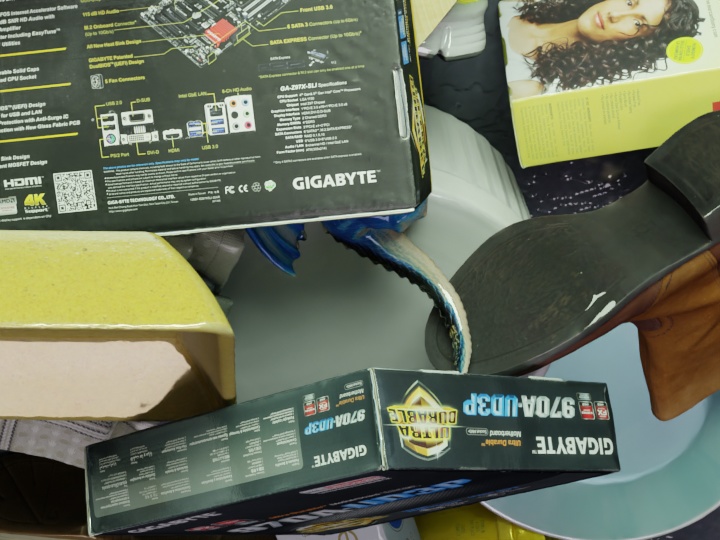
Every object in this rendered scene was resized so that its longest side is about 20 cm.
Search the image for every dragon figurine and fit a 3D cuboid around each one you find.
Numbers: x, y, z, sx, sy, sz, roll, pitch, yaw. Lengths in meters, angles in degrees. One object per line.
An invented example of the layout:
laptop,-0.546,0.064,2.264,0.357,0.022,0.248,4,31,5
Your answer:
dragon figurine,-0.023,-0.036,0.918,0.099,0.059,0.200,-22,102,7

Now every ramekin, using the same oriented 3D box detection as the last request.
ramekin,0.000,0.000,1.049,0.202,0.094,0.203,-1,134,-1

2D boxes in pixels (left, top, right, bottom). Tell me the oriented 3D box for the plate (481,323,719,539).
plate,0.128,0.066,1.150,0.200,0.026,0.200,6,121,10

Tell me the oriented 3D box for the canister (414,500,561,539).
canister,0.028,0.196,1.279,0.200,0.087,0.149,-11,136,11

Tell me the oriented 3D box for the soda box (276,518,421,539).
soda box,-0.003,0.163,1.176,0.064,0.068,0.200,-17,98,15

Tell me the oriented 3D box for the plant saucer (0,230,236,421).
plant saucer,-0.151,0.023,0.866,0.200,0.049,0.200,1,166,-3

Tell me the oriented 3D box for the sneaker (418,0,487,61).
sneaker,-0.033,-0.158,0.909,0.200,0.078,0.090,14,104,-6

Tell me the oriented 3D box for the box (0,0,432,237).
box,-0.078,-0.095,0.839,0.200,0.049,0.160,-6,97,10

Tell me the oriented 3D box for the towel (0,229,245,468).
towel,-0.171,0.026,0.965,0.200,0.035,0.193,12,134,-19

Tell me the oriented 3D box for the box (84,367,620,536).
box,-0.006,0.088,0.955,0.200,0.046,0.159,-18,163,42

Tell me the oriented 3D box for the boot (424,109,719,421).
boot,0.131,0.023,1.011,0.188,0.068,0.200,-41,151,-5

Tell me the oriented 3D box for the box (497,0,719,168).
box,0.168,-0.103,0.970,0.200,0.075,0.050,-9,138,5

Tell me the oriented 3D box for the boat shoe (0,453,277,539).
boat shoe,-0.129,0.154,1.231,0.200,0.074,0.066,10,149,10

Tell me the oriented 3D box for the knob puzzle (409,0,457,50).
knob puzzle,-0.023,-0.172,0.856,0.219,0.030,0.220,2,103,8
